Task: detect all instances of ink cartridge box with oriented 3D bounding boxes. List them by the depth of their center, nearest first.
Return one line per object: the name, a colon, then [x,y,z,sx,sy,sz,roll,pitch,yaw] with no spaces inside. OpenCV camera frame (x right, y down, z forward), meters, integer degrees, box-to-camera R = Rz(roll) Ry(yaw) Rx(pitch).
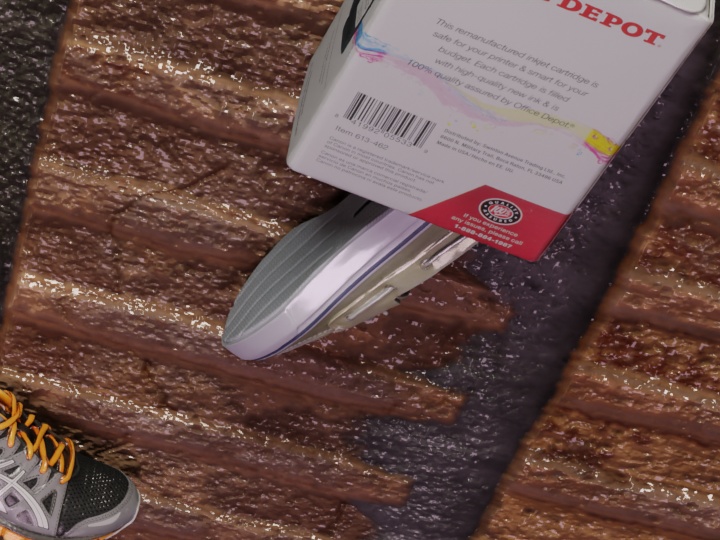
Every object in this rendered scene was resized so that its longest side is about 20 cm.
ink cartridge box: [0.069,-0.113,1.260,0.145,0.083,0.200,21,138,-12]

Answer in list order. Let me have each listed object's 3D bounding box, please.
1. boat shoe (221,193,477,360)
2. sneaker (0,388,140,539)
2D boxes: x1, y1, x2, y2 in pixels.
boat shoe: [0.000,0.000,1.413,0.062,0.072,0.200,35,131,-22]
sneaker: [-0.226,0.114,1.591,0.199,0.078,0.077,20,120,-20]
